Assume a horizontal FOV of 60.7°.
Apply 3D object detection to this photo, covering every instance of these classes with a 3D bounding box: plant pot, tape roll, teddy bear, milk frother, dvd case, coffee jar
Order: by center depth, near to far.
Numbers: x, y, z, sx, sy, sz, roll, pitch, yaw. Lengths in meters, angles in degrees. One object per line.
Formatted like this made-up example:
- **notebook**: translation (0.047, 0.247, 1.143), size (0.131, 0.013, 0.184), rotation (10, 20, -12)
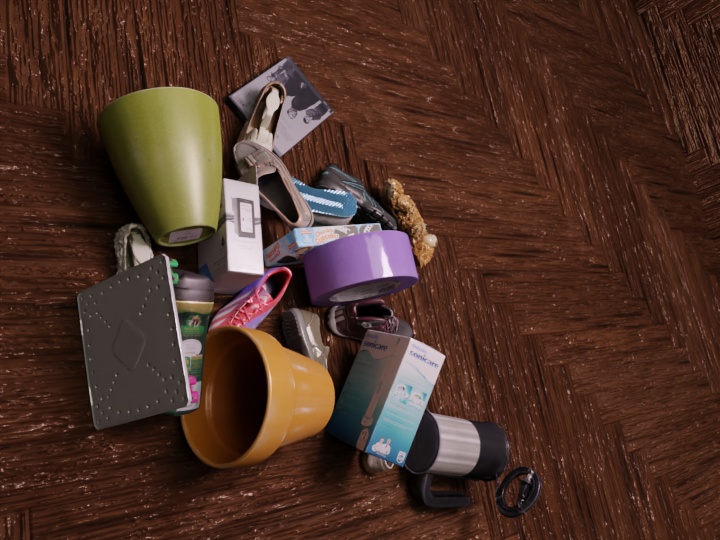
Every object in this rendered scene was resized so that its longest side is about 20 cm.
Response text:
- **coffee jar**: translation (-0.271, 0.099, 0.885), size (0.085, 0.104, 0.201), rotation (7, 91, -48)
- **plant pot**: translation (-0.143, 0.194, 0.948), size (0.183, 0.200, 0.201), rotation (16, 62, -50)
- **plant pot**: translation (-0.290, -0.146, 0.954), size (0.187, 0.187, 0.201), rotation (-8, 77, -40)
- **tape roll**: translation (0.000, 0.000, 1.121), size (0.199, 0.200, 0.085), rotation (-1, 74, -39)
- **milk frother**: translation (0.204, 0.358, 1.142), size (0.188, 0.200, 0.181), rotation (17, 67, -32)
- **dvd case**: translation (-0.158, -0.332, 1.244), size (0.150, 0.025, 0.200), rotation (50, 51, -12)
- **teddy bear**: translation (0.107, -0.108, 1.304), size (0.067, 0.145, 0.200), rotation (-29, 85, -8)

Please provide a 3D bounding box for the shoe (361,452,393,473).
- **shoe**: translation (0.055, 0.280, 1.149), size (0.070, 0.053, 0.201), rotation (32, 56, -25)

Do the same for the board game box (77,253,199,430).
- **board game box**: translation (-0.308, 0.101, 0.842), size (0.026, 0.199, 0.201), rotation (6, 68, -57)

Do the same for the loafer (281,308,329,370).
- **loafer**: translation (-0.079, 0.160, 1.075), size (0.069, 0.075, 0.201), rotation (-6, 79, -40)

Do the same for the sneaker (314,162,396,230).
- **sneaker**: translation (0.000, -0.147, 1.264), size (0.200, 0.075, 0.079), rotation (34, 52, -24)

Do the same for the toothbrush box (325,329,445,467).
- **toothbrush box**: translation (0.041, 0.214, 1.066), size (0.085, 0.146, 0.201), rotation (28, 76, -27)

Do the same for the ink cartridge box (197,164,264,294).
- **ink cartridge box**: translation (-0.222, -0.073, 1.029), size (0.068, 0.116, 0.201), rotation (8, 67, -37)

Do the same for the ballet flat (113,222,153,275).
- **ballet flat**: translation (-0.336, 0.019, 0.935), size (0.072, 0.072, 0.201), rotation (-7, 78, -40)

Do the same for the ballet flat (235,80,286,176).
- **ballet flat**: translation (-0.184, -0.266, 1.143), size (0.068, 0.067, 0.201), rotation (17, 75, -23)

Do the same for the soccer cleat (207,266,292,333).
- **soccer cleat**: translation (-0.186, 0.065, 1.029), size (0.068, 0.073, 0.200), rotation (47, 50, -14)

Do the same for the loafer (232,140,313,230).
- **loafer**: translation (-0.156, -0.153, 1.078), size (0.200, 0.072, 0.063), rotation (51, 6, 5)

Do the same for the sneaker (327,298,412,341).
- **sneaker**: translation (0.045, 0.102, 1.171), size (0.199, 0.115, 0.076), rotation (14, 64, -34)

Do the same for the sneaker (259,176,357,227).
- **sneaker**: translation (-0.112, -0.123, 1.168), size (0.199, 0.081, 0.077), rotation (15, 64, -12)

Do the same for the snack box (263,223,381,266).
- **snack box**: translation (-0.067, -0.047, 1.141), size (0.199, 0.116, 0.037), rotation (-7, 77, -40)
